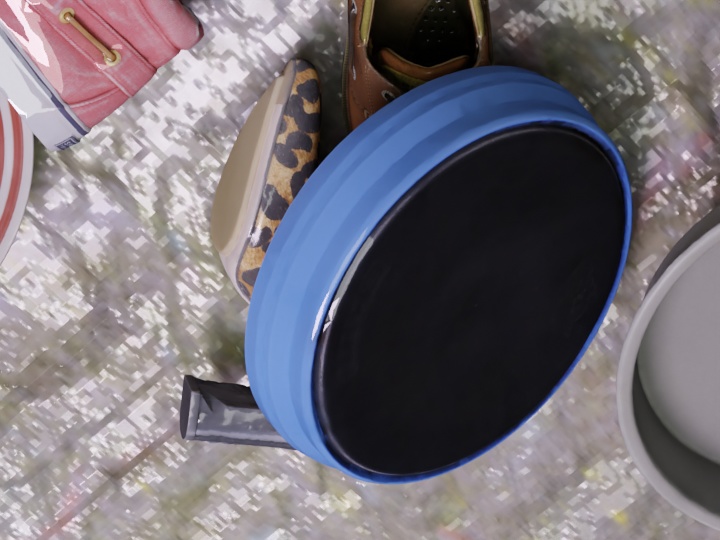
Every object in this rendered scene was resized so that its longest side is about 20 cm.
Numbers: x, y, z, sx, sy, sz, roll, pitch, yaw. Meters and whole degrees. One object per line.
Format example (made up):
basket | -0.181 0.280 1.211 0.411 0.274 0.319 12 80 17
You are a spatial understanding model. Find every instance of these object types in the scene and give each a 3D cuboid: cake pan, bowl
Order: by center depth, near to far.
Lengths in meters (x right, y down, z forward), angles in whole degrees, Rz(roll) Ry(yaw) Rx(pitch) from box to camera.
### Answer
bowl | 0.041 0.008 0.813 0.200 0.039 0.201 -24 133 -28
cake pan | 0.210 0.036 0.816 0.200 0.037 0.201 -2 123 -2

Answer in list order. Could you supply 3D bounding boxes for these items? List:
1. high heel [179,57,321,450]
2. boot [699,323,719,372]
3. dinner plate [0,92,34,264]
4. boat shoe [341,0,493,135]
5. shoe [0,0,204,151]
high heel | 0.000 0.000 0.870 0.142 0.071 0.200 7 114 -16
boot | 0.199 -0.031 0.839 0.155 0.073 0.200 -34 117 17
dinner plate | -0.249 -0.056 0.832 0.200 0.024 0.201 0 93 -9
boat shoe | 0.023 -0.093 0.811 0.072 0.068 0.200 -7 117 3
shoe | -0.155 -0.155 0.789 0.091 0.071 0.200 -36 105 1
